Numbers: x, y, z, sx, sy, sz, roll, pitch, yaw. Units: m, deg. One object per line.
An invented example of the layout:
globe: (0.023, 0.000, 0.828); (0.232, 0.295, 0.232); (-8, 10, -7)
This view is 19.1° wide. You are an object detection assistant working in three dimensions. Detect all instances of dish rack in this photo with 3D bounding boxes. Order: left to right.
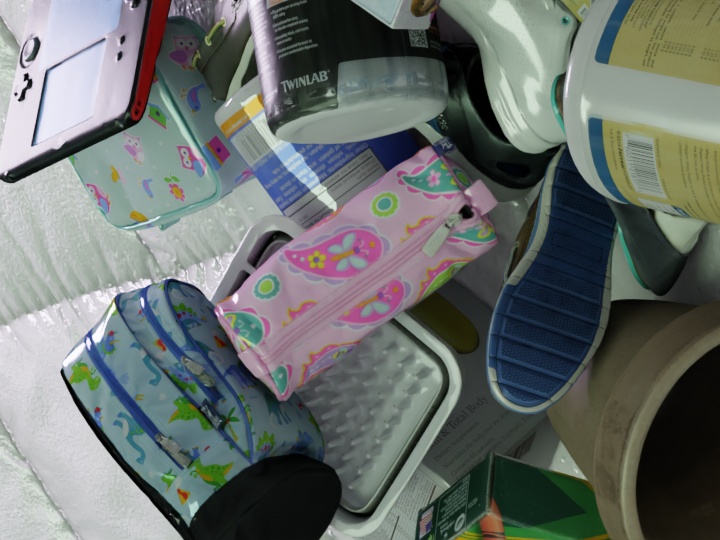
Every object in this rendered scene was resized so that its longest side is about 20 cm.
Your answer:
dish rack: (-0.024, 0.073, 1.535); (0.200, 0.044, 0.172); (39, 115, 19)

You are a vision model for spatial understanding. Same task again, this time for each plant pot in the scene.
plant pot: (0.209, 0.098, 1.412); (0.175, 0.200, 0.201); (30, 145, 58)

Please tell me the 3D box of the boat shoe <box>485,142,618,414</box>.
boat shoe: (0.128, 0.013, 1.421); (0.072, 0.200, 0.072); (24, 155, -3)

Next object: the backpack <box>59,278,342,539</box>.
backpack: (-0.115, 0.102, 1.487); (0.200, 0.163, 0.154); (32, 98, 24)

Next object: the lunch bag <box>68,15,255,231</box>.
lunch bag: (-0.168, -0.115, 1.757); (0.200, 0.077, 0.161); (-13, 112, 55)

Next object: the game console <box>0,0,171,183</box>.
game console: (-0.215, -0.170, 1.678); (0.031, 0.177, 0.200); (27, 151, -31)

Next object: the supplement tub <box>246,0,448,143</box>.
supplement tub: (-0.016, -0.191, 1.403); (0.122, 0.122, 0.201); (-20, 77, 56)

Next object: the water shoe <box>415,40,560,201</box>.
water shoe: (0.056, -0.136, 1.476); (0.200, 0.072, 0.079); (40, 136, 2)

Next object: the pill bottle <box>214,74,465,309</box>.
pill bottle: (-0.007, -0.066, 1.572); (0.200, 0.112, 0.112); (53, 147, -3)

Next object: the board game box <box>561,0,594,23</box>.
board game box: (0.120, -0.253, 1.305); (0.200, 0.035, 0.136); (49, 147, 5)

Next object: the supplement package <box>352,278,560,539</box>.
supplement package: (0.034, 0.107, 1.648); (0.200, 0.152, 0.151); (39, 145, 19)

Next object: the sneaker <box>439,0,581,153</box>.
sneaker: (0.104, -0.177, 1.382); (0.088, 0.075, 0.200); (-19, 108, 39)

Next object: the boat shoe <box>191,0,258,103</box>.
boat shoe: (-0.082, -0.187, 1.584); (0.061, 0.072, 0.201); (43, 149, 7)

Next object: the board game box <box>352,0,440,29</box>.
board game box: (-0.001, -0.278, 1.285); (0.199, 0.041, 0.200); (38, 116, 29)

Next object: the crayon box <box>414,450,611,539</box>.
crayon box: (0.152, 0.196, 1.503); (0.199, 0.051, 0.127); (17, 148, -16)

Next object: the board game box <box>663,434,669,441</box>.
board game box: (0.246, 0.207, 1.585); (0.153, 0.040, 0.200); (46, 147, 9)

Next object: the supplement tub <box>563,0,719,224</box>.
supplement tub: (0.232, -0.092, 1.212); (0.200, 0.145, 0.145); (16, 133, 36)

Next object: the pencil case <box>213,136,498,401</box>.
pencil case: (0.000, 0.000, 1.442); (0.088, 0.200, 0.087); (55, 179, 2)

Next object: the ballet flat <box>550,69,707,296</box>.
ballet flat: (0.186, -0.056, 1.371); (0.073, 0.073, 0.200); (16, 149, 43)
